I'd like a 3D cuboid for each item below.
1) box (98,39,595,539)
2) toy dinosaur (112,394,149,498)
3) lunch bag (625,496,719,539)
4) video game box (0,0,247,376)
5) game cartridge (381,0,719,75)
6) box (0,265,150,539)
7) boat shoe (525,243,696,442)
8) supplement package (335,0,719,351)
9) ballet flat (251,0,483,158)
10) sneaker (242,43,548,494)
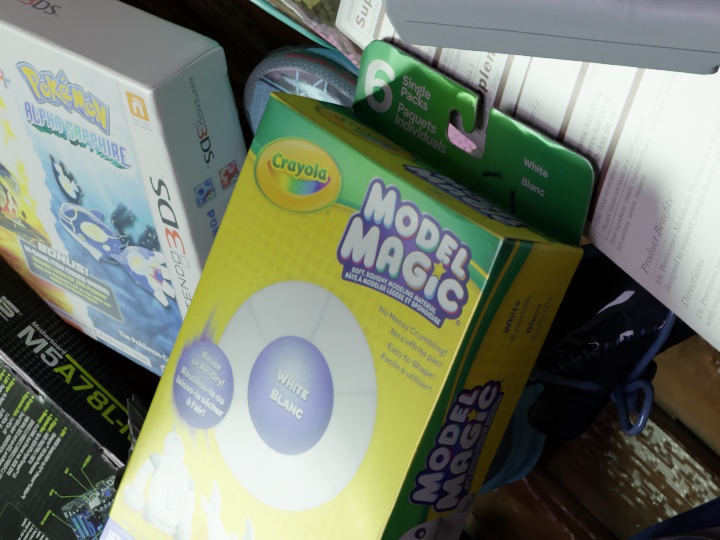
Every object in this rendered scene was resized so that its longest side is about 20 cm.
[{"bbox_3d":[-0.005,0.032,0.732,0.117,0.048,0.201,33,106,38],"label":"box"},{"bbox_3d":[-0.031,0.106,0.883,0.135,0.200,0.103,9,118,0],"label":"toy dinosaur"},{"bbox_3d":[0.117,0.161,0.786,0.200,0.132,0.137,-37,77,49],"label":"lunch bag"},{"bbox_3d":[-0.120,-0.044,0.995,0.199,0.047,0.183,25,139,40],"label":"video game box"},{"bbox_3d":[0.077,-0.154,0.660,0.132,0.201,0.041,6,155,23],"label":"game cartridge"},{"bbox_3d":[-0.165,0.117,1.108,0.193,0.048,0.200,40,134,5],"label":"box"},{"bbox_3d":[0.070,0.029,0.800,0.199,0.084,0.069,-15,85,26],"label":"boat shoe"},{"bbox_3d":[0.104,-0.082,0.720,0.200,0.113,0.110,42,133,29],"label":"supplement package"},{"bbox_3d":[0.015,-0.100,0.857,0.200,0.069,0.071,44,115,22],"label":"ballet flat"},{"bbox_3d":[0.000,0.000,0.879,0.079,0.095,0.201,-40,75,46],"label":"sneaker"}]
